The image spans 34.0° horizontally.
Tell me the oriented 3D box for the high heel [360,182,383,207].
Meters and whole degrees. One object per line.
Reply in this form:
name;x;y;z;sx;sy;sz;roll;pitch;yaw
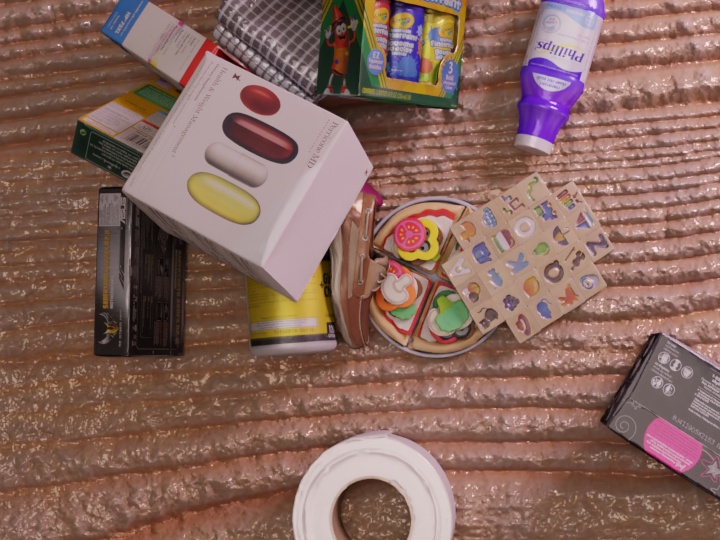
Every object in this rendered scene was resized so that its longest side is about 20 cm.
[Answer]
high heel;-0.047;-0.154;1.484;0.198;0.067;0.097;27;101;12

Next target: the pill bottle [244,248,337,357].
pill bottle;-0.090;0.003;1.460;0.110;0.112;0.204;-5;86;8

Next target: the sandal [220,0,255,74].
sandal;-0.150;-0.357;1.524;0.081;0.050;0.206;-10;86;7

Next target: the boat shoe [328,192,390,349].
boat shoe;0.000;0.000;1.442;0.071;0.076;0.203;-4;108;7

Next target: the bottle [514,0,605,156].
bottle;0.239;-0.244;1.452;0.082;0.065;0.203;17;89;10

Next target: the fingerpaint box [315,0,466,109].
fingerpaint box;0.043;-0.284;1.402;0.073;0.199;0.170;9;96;39

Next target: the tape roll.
tape roll;0.018;0.301;1.447;0.199;0.071;0.206;-1;86;9

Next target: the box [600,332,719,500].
box;0.399;0.178;1.378;0.198;0.115;0.133;32;90;8

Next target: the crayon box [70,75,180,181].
crayon box;-0.254;-0.172;1.478;0.124;0.200;0.052;27;122;9

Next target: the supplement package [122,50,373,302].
supplement package;-0.125;-0.106;1.354;0.198;0.147;0.193;27;81;18

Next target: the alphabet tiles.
alphabet tiles;0.207;-0.016;1.453;0.198;0.006;0.168;-32;86;-6

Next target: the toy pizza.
toy pizza;0.094;0.007;1.474;0.197;0.032;0.204;-1;86;8

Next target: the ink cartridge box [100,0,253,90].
ink cartridge box;-0.215;-0.261;1.477;0.199;0.116;0.068;35;90;21

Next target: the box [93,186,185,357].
box;-0.271;0.006;1.462;0.048;0.158;0.204;0;87;16

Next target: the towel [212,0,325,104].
towel;-0.062;-0.314;1.451;0.165;0.086;0.200;37;61;8
